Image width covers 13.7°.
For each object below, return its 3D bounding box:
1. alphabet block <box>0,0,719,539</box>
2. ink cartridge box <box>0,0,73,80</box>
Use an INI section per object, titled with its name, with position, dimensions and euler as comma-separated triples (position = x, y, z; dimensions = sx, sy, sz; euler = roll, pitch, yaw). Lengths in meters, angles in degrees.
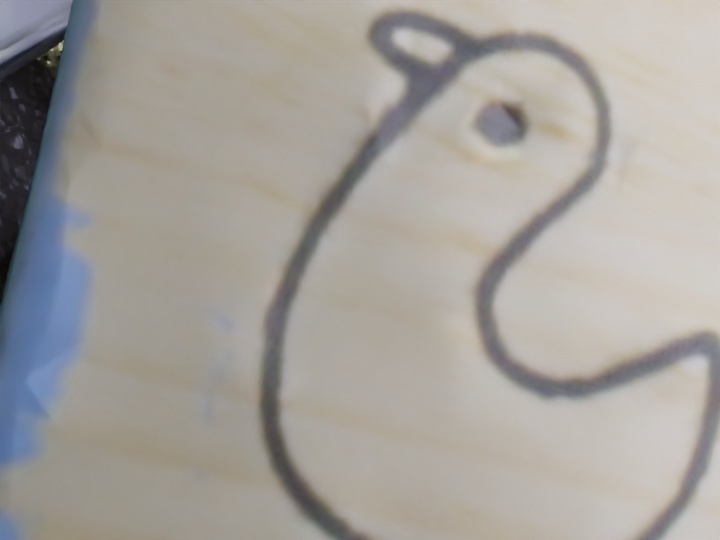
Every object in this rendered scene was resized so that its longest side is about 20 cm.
[alphabet block]
position = 0.007, 0.025, 0.764
dimensions = 0.200, 0.196, 0.196
euler = 13, 79, -7
[ink cartridge box]
position = -0.169, -0.135, 0.885
dimensions = 0.200, 0.083, 0.145
euler = 55, 45, -2
